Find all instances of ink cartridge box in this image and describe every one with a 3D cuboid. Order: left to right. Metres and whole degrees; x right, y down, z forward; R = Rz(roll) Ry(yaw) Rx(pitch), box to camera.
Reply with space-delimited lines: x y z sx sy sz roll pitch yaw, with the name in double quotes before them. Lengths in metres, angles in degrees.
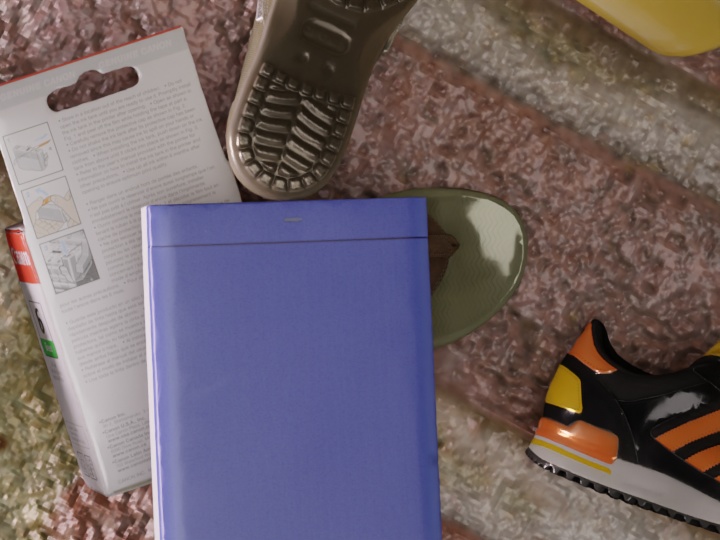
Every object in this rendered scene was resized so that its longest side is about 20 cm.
"ink cartridge box" -0.107 -0.005 1.113 0.108 0.050 0.201 -20 97 -18

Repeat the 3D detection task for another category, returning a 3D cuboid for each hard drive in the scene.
"hard drive" -0.030 0.069 1.054 0.131 0.025 0.201 -2 88 -16

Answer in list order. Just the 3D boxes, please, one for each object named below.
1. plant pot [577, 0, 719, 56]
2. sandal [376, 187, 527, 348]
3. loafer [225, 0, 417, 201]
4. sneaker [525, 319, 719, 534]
"plant pot" 0.122 -0.206 1.059 0.189 0.201 0.201 42 91 -25
"sandal" -0.001 0.001 1.103 0.200 0.057 0.080 -5 87 -32
"loafer" -0.018 -0.123 1.110 0.075 0.068 0.201 30 73 -14
"sneaker" 0.183 0.083 1.126 0.199 0.070 0.091 17 86 19
